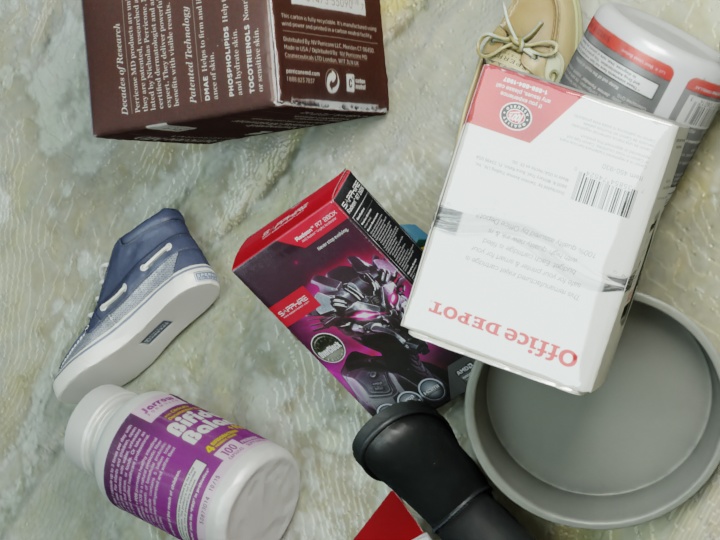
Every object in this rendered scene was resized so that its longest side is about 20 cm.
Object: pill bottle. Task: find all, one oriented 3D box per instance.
[{"bbox_3d":[0.187,-0.090,1.515,0.116,0.116,0.200,37,110,28],"label":"pill bottle"},{"bbox_3d":[-0.160,0.171,1.756,0.200,0.112,0.112,22,103,31],"label":"pill bottle"}]

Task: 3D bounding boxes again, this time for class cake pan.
[{"bbox_3d":[0.179,0.100,1.517,0.200,0.037,0.200,2,111,5],"label":"cake pan"}]

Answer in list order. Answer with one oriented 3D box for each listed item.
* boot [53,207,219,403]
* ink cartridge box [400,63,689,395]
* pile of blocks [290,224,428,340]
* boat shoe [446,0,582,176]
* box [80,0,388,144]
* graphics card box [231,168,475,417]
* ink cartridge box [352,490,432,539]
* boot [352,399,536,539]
[{"bbox_3d":[-0.214,0.034,1.825,0.200,0.073,0.090,-38,62,21],"label":"boot"},{"bbox_3d":[0.132,-0.030,1.428,0.147,0.083,0.200,20,99,14],"label":"ink cartridge box"},{"bbox_3d":[0.000,0.000,1.675,0.200,0.062,0.082,-20,80,32],"label":"pile of blocks"},{"bbox_3d":[0.121,-0.139,1.591,0.073,0.063,0.200,21,102,33],"label":"boat shoe"},{"bbox_3d":[-0.105,-0.201,1.680,0.200,0.166,0.164,-7,88,34],"label":"box"},{"bbox_3d":[0.008,0.029,1.614,0.125,0.051,0.200,-33,108,34],"label":"graphics card box"},{"bbox_3d":[0.009,0.304,1.620,0.176,0.084,0.200,56,142,20],"label":"ink cartridge box"},{"bbox_3d":[0.086,0.196,1.547,0.073,0.198,0.162,-40,57,2],"label":"boot"}]
